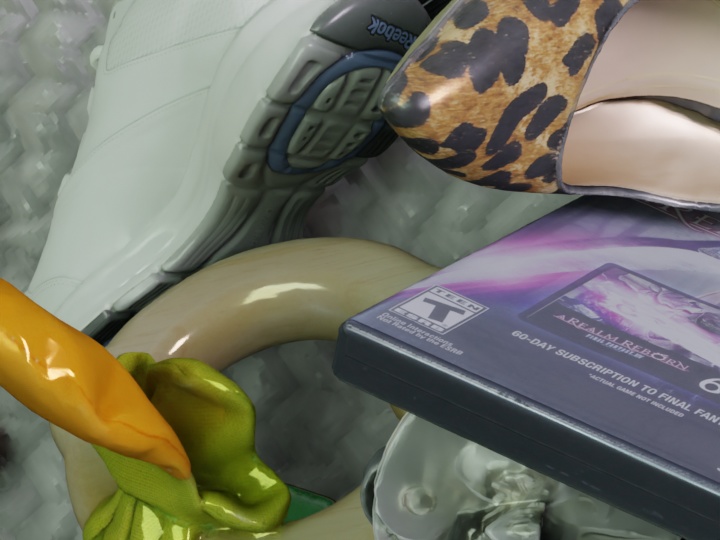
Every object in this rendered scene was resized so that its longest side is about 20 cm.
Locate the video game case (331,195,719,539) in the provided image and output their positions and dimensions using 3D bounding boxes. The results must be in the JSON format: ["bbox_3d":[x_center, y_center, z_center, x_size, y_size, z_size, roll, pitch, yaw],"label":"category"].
[{"bbox_3d":[0.104,0.018,0.736,0.142,0.200,0.019,23,117,24],"label":"video game case"}]

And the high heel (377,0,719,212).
[{"bbox_3d":[0.104,-0.033,0.739,0.142,0.200,0.072,35,119,26],"label":"high heel"}]

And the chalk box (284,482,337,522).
[{"bbox_3d":[-0.061,0.156,0.842,0.124,0.124,0.201,16,94,26],"label":"chalk box"}]

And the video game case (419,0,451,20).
[{"bbox_3d":[0.036,-0.180,0.875,0.200,0.025,0.181,-32,74,21],"label":"video game case"}]

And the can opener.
[{"bbox_3d":[0.099,0.066,0.724,0.199,0.067,0.054,9,101,-2],"label":"can opener"}]

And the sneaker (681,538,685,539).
[{"bbox_3d":[0.106,0.111,0.798,0.200,0.073,0.085,37,130,35],"label":"sneaker"}]

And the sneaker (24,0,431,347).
[{"bbox_3d":[-0.051,-0.035,0.870,0.200,0.074,0.087,-51,57,34],"label":"sneaker"}]

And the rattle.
[{"bbox_3d":[0.000,0.000,0.778,0.199,0.130,0.143,-24,120,1],"label":"rattle"}]
